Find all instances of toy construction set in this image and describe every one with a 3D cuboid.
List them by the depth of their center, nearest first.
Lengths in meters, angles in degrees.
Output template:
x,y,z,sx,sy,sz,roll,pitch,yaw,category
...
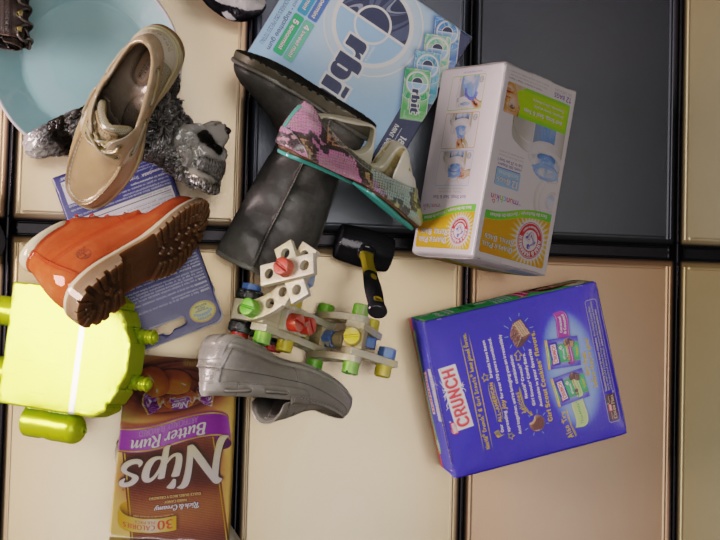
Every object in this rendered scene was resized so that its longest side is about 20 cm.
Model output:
x,y,z,sx,sy,sz,roll,pitch,yaw,category
-0.054,0.050,1.235,0.130,0.200,0.093,7,63,32,toy construction set

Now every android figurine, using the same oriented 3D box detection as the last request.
x,y,z,sx,sy,sz,roll,pitch,yaw,category
-0.293,0.079,1.218,0.197,0.041,0.185,4,85,19,android figurine

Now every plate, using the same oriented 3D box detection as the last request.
x,y,z,sx,sy,sz,roll,pitch,yaw,category
-0.287,-0.217,1.277,0.197,0.026,0.204,0,87,-9,plate

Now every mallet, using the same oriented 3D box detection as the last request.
x,y,z,sx,sy,sz,roll,pitch,yaw,category
0.000,0.000,1.234,0.065,0.200,0.042,18,108,-3,mallet

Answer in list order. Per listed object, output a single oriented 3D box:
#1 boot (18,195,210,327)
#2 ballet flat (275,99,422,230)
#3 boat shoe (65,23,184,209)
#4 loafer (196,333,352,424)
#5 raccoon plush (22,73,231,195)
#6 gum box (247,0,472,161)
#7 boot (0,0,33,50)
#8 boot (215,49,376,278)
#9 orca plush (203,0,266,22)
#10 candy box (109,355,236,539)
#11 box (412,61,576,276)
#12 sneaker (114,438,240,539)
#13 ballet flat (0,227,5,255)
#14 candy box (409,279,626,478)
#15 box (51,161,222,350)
x,y,z,sx,sy,sz,roll,pitch,yaw,category
-0.238,-0.033,1.198,0.107,0.076,0.199,31,44,24,boot
0.004,-0.108,1.220,0.199,0.069,0.072,29,94,-35,ballet flat
-0.234,-0.140,1.151,0.072,0.065,0.201,35,114,1,boat shoe
-0.087,0.123,1.240,0.199,0.069,0.071,25,70,-39,loafer
-0.226,-0.115,1.238,0.198,0.097,0.136,-23,93,20,raccoon plush
-0.007,-0.231,1.312,0.198,0.045,0.171,32,84,-6,gum box
-0.341,-0.305,1.236,0.197,0.069,0.177,-4,75,1,boot
-0.096,-0.103,1.265,0.180,0.073,0.201,31,104,-6,boot
-0.195,-0.317,1.271,0.199,0.106,0.071,28,127,-32,orca plush
-0.184,0.185,1.214,0.115,0.057,0.202,5,56,-9,candy box
0.140,-0.103,1.284,0.111,0.101,0.203,14,85,-36,box
-0.178,0.247,1.242,0.070,0.093,0.201,-35,94,-9,sneaker
-0.443,-0.079,1.225,0.200,0.073,0.073,44,82,-5,ballet flat
0.167,0.113,1.311,0.197,0.077,0.172,-12,91,-10,candy box
-0.230,-0.020,1.266,0.120,0.032,0.203,-20,83,-9,box
